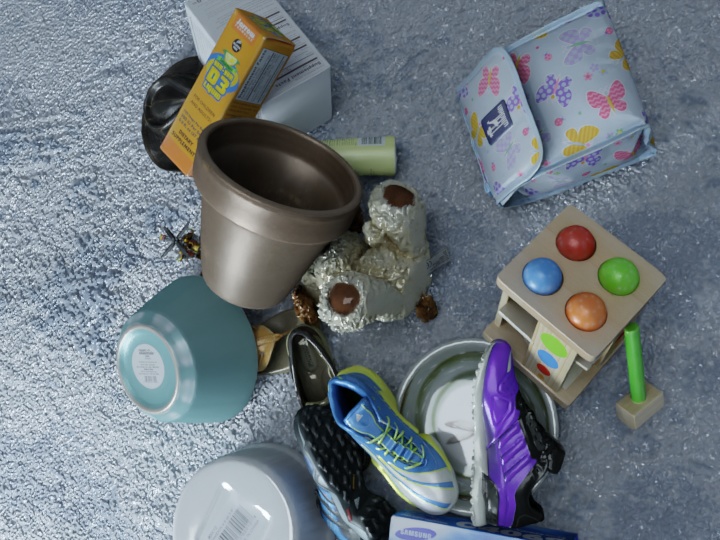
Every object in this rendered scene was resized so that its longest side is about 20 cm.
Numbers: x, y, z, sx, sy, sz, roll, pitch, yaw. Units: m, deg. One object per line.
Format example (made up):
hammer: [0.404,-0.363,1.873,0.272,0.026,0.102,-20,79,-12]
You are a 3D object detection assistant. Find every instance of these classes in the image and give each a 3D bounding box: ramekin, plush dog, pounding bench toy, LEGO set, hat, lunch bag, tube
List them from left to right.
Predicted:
hat: [-0.256,-0.239,1.099,0.197,0.081,0.205,-4,78,20]
LEGO set: [-0.174,-0.066,1.017,0.153,0.116,0.201,39,96,22]
ramekin: [-0.139,0.323,0.948,0.197,0.098,0.205,-4,80,20]
tube: [-0.051,-0.148,0.992,0.196,0.058,0.053,0,57,2]
plush dog: [0.000,0.000,0.947,0.170,0.161,0.202,12,67,39]
lunch bag: [0.221,-0.184,0.883,0.197,0.127,0.173,-20,72,24]
pounding bench toy: [0.248,0.060,0.791,0.124,0.157,0.200,-41,67,-19]

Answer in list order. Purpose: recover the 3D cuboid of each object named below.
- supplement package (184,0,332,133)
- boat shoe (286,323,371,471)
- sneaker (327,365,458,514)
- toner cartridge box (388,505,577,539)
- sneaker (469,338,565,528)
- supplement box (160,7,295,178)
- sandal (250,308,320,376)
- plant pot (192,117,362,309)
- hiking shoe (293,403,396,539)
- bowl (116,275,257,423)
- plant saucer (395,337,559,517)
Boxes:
supplement package: [-0.136,-0.283,1.027,0.109,0.114,0.201,-32,70,-15]
boat shoe: [-0.046,0.165,0.942,0.072,0.065,0.202,-28,85,8]
sneaker: [0.025,0.193,0.848,0.076,0.105,0.200,-48,66,11]
toner cartridge box: [0.138,0.306,0.845,0.196,0.095,0.044,3,81,21]
sneaker: [0.173,0.177,0.818,0.098,0.069,0.204,1,89,19]
supplement box: [-0.163,-0.211,0.919,0.066,0.068,0.201,43,111,21]
sandal: [-0.144,0.103,1.011,0.197,0.054,0.082,-15,76,18]
plant pot: [-0.118,-0.056,0.897,0.200,0.199,0.176,41,125,22]
hiking shoe: [-0.033,0.258,0.900,0.086,0.074,0.202,-29,90,41]
bowl: [-0.241,0.116,0.985,0.198,0.105,0.205,7,103,30]
plant saucer: [0.136,0.183,0.891,0.197,0.050,0.204,-3,80,20]
